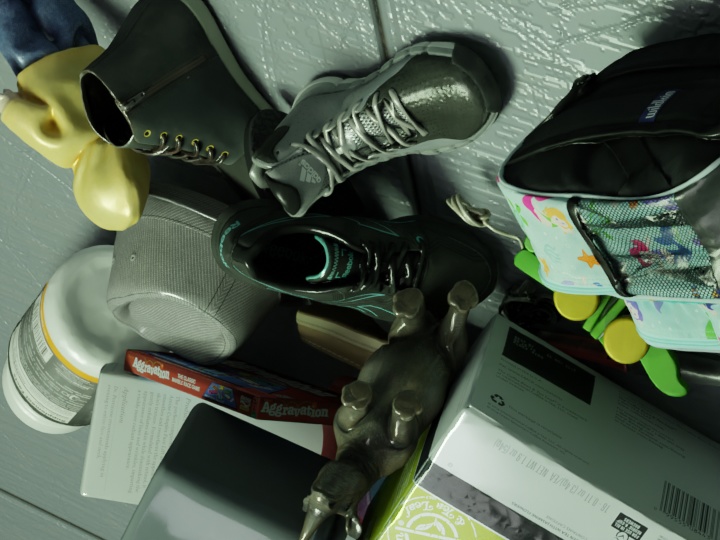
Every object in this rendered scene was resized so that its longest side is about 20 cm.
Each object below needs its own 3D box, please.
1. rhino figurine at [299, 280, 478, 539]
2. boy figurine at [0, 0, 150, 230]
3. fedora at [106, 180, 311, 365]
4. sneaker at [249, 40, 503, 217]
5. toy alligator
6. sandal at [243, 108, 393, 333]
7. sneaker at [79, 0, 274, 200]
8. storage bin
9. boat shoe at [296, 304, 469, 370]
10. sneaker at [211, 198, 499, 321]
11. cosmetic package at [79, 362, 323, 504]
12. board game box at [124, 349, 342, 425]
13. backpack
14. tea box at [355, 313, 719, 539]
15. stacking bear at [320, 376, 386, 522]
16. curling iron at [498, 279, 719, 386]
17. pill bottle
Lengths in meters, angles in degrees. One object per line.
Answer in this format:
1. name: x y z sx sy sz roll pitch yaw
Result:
1. rhino figurine: 0.013 0.099 1.383 0.059 0.201 0.088 27 156 10
2. boy figurine: -0.198 -0.122 1.513 0.201 0.124 0.064 60 152 9
3. fedora: -0.131 0.010 1.589 0.176 0.091 0.199 37 161 -29
4. sneaker: -0.001 -0.078 1.362 0.199 0.116 0.075 -12 118 53
5. toy alligator: 0.146 0.000 1.366 0.200 0.059 0.054 41 106 7
6. sandal: -0.023 -0.025 1.492 0.045 0.075 0.200 -18 118 46
7. sneaker: -0.120 -0.091 1.485 0.074 0.106 0.201 -3 128 49
8. storage bin: -0.089 0.182 1.477 0.133 0.200 0.146 28 104 0
9. boat shoe: 0.036 0.080 1.536 0.199 0.071 0.065 22 107 24
10. sneaker: 0.000 0.000 1.416 0.198 0.076 0.079 6 -171 -12
11. cosmetic package: -0.113 0.138 1.659 0.198 0.103 0.074 10 -176 -4
12. board game box: -0.086 0.087 1.585 0.102 0.020 0.199 8 -177 -35
13. backpack: 0.181 -0.049 1.147 0.199 0.177 0.151 5 129 49
14. tea box: 0.118 0.176 1.429 0.199 0.134 0.198 29 120 -2
15. stacking bear: 0.074 0.159 1.581 0.199 0.123 0.113 10 178 34
16. curling iron: 0.174 0.051 1.416 0.199 0.026 0.050 19 145 32
17. pill bottle: -0.235 0.065 1.795 0.116 0.117 0.200 43 149 -2
